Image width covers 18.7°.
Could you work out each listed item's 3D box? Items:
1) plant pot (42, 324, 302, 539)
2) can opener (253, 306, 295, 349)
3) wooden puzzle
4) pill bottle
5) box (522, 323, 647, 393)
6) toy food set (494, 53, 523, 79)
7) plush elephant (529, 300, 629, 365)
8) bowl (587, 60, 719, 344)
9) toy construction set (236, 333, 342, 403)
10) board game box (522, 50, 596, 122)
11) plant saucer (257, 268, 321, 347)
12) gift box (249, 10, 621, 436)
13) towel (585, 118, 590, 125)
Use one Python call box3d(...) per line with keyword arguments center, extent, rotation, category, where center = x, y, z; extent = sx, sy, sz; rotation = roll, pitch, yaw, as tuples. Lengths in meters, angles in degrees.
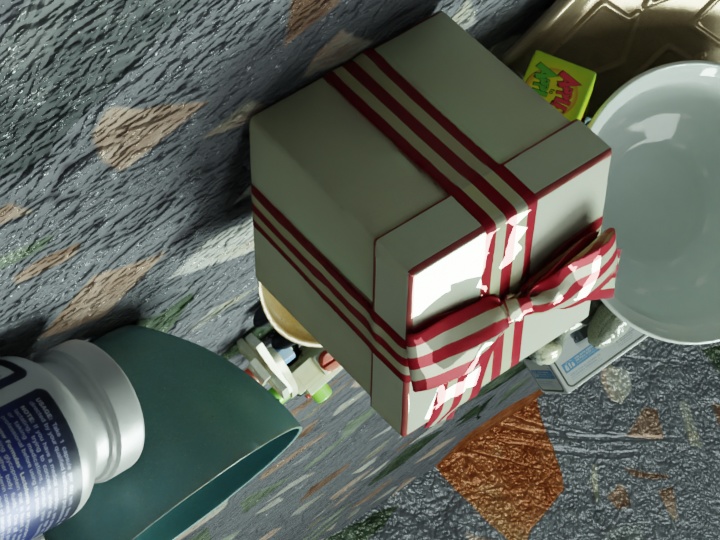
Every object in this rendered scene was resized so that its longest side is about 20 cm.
box3d(center=(-0.161, 0.120, 1.561), extent=(0.200, 0.135, 0.200), rotation=(-37, 172, -6), category="plant pot")
box3d(center=(0.000, 0.000, 1.785), extent=(0.199, 0.064, 0.079), rotation=(-26, -159, 11), category="can opener")
box3d(center=(0.220, -0.184, 1.577), extent=(0.200, 0.046, 0.185), rotation=(24, 122, -40), category="wooden puzzle")
box3d(center=(-0.240, 0.123, 1.382), extent=(0.200, 0.116, 0.116), rotation=(-27, 166, -40), category="pill bottle")
box3d(center=(0.156, -0.010, 1.839), extent=(0.116, 0.201, 0.060), rotation=(-33, -173, -14), category="box")
box3d(center=(0.059, -0.081, 1.665), extent=(0.144, 0.060, 0.200), rotation=(-47, 172, -8), category="toy food set")
box3d(center=(0.207, -0.019, 1.732), extent=(0.199, 0.166, 0.155), rotation=(-18, -173, -10), category="plush elephant")
box3d(center=(0.227, -0.049, 1.591), extent=(0.201, 0.202, 0.090), rotation=(-34, -170, -13), category="bowl")
box3d(center=(-0.018, 0.062, 1.901), extent=(0.199, 0.092, 0.131), rotation=(-26, -168, -15), category="toy construction set")
box3d(center=(0.122, -0.065, 1.584), extent=(0.200, 0.047, 0.102), rotation=(92, 21, -69), category="board game box")
box3d(center=(0.001, -0.040, 1.504), extent=(0.200, 0.035, 0.201), rotation=(-27, 137, -28), category="plant saucer")
box3d(center=(0.053, -0.019, 1.380), extent=(0.184, 0.187, 0.200), rotation=(-34, 147, -19), category="gift box")
box3d(center=(0.248, -0.126, 2.071), extent=(0.200, 0.048, 0.171), rotation=(-37, 169, 1), category="towel")
